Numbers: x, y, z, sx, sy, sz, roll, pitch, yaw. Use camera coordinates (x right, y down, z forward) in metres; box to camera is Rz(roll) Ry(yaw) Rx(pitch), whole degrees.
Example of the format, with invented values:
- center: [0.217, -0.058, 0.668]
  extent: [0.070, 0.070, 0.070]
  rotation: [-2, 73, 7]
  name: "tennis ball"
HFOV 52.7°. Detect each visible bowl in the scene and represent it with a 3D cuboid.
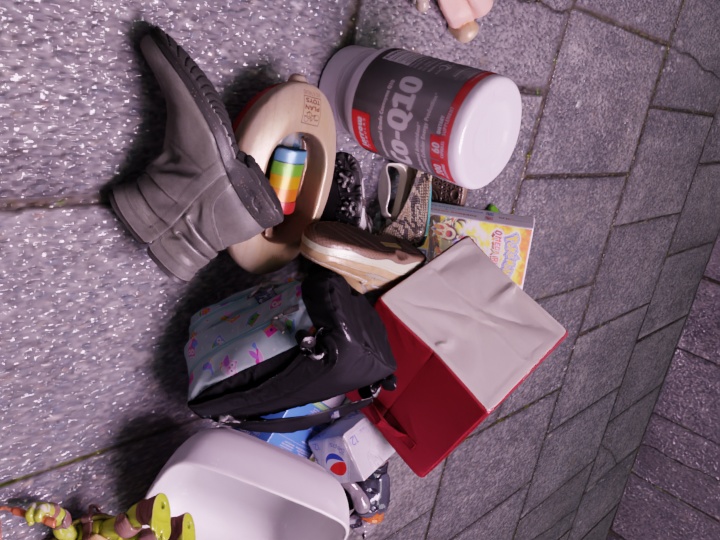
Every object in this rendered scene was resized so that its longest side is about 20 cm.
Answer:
- center: [-0.123, 0.246, 0.771]
  extent: [0.200, 0.199, 0.075]
  rotation: [-55, -164, 40]
  name: "bowl"

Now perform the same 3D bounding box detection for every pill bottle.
- center: [0.056, -0.168, 0.763]
  extent: [0.114, 0.199, 0.115]
  rotation: [-30, 133, -38]
  name: "pill bottle"

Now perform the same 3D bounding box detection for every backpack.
- center: [-0.081, 0.084, 0.741]
  extent: [0.199, 0.127, 0.167]
  rotation: [-22, 142, 16]
  name: "backpack"

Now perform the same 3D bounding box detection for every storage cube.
- center: [0.101, 0.099, 0.864]
  extent: [0.200, 0.171, 0.180]
  rotation: [-33, 162, -37]
  name: "storage cube"

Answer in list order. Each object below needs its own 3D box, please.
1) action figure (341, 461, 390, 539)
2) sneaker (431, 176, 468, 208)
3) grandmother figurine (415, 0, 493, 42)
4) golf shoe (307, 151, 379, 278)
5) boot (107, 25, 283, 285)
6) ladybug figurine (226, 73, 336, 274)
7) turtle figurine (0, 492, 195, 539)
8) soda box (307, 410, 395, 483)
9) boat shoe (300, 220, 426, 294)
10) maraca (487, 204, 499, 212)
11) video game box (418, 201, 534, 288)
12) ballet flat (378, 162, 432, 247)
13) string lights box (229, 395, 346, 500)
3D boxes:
- center: [-0.003, 0.306, 1.066]
  extent: [0.199, 0.104, 0.195]
  rotation: [-16, 113, -51]
  name: "action figure"
- center: [0.134, -0.137, 0.997]
  extent: [0.075, 0.070, 0.201]
  rotation: [-14, 123, -53]
  name: "sneaker"
- center: [0.097, -0.355, 0.828]
  extent: [0.200, 0.060, 0.122]
  rotation: [34, 75, -57]
  name: "grandmother figurine"
- center: [-0.020, -0.052, 0.862]
  extent: [0.094, 0.077, 0.201]
  rotation: [-44, 145, -53]
  name: "golf shoe"
- center: [-0.166, -0.092, 0.626]
  extent: [0.130, 0.068, 0.201]
  rotation: [-28, 105, 4]
  name: "boot"
- center: [-0.090, -0.098, 0.729]
  extent: [0.135, 0.072, 0.201]
  rotation: [1, 110, -52]
  name: "ladybug figurine"
- center: [-0.248, 0.272, 0.721]
  extent: [0.065, 0.160, 0.201]
  rotation: [-91, 162, -56]
  name: "turtle figurine"
- center: [0.025, 0.201, 0.956]
  extent: [0.200, 0.068, 0.064]
  rotation: [-28, 95, -50]
  name: "soda box"
- center: [0.000, 0.000, 0.784]
  extent: [0.199, 0.072, 0.076]
  rotation: [11, 114, -52]
  name: "boat shoe"
- center: [0.203, -0.025, 1.121]
  extent: [0.200, 0.107, 0.138]
  rotation: [-41, 109, -51]
  name: "maraca"
- center: [0.129, 0.012, 0.986]
  extent: [0.047, 0.181, 0.201]
  rotation: [-64, 160, -60]
  name: "video game box"
- center: [0.064, -0.126, 0.909]
  extent: [0.075, 0.068, 0.201]
  rotation: [18, 79, -18]
  name: "ballet flat"
- center: [-0.096, 0.196, 0.911]
  extent: [0.201, 0.059, 0.103]
  rotation: [-57, 144, -10]
  name: "string lights box"
